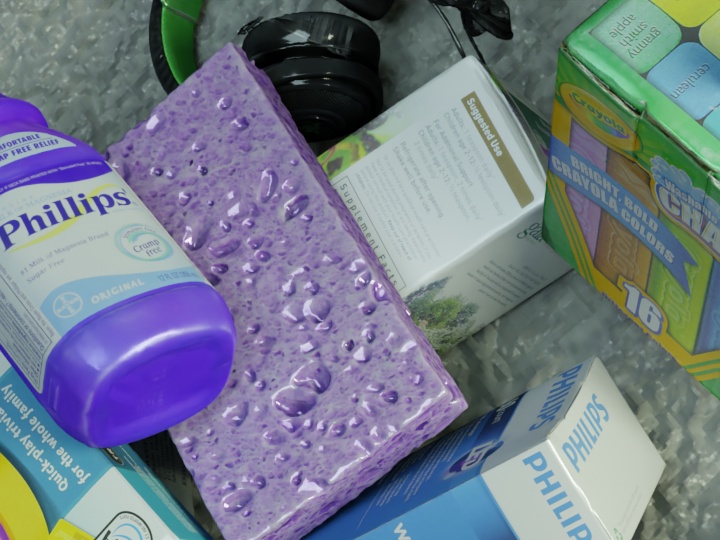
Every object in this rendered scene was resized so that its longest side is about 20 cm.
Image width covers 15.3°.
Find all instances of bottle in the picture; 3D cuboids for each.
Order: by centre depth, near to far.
[{"bbox_3d":[-0.133,-0.015,1.110,0.083,0.065,0.200,-20,52,-29],"label":"bottle"}]

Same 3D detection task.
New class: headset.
[{"bbox_3d":[-0.020,-0.120,1.194,0.200,0.094,0.124,10,79,37],"label":"headset"}]

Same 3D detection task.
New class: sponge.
[{"bbox_3d":[-0.048,0.011,1.119,0.112,0.030,0.200,-38,60,11],"label":"sponge"}]

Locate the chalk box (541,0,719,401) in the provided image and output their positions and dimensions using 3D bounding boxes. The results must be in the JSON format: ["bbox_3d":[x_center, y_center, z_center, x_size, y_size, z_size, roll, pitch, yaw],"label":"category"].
[{"bbox_3d":[0.154,-0.058,1.016,0.124,0.200,0.124,-39,68,-19],"label":"chalk box"}]

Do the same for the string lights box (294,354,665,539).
[{"bbox_3d":[0.019,0.116,1.100,0.200,0.103,0.059,-29,97,23],"label":"string lights box"}]

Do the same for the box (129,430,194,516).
[{"bbox_3d":[-0.182,0.130,1.202,0.200,0.105,0.184,-13,73,21],"label":"box"}]

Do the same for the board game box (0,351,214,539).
[{"bbox_3d":[-0.177,0.135,1.114,0.200,0.047,0.151,-48,65,7],"label":"board game box"}]

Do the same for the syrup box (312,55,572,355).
[{"bbox_3d":[0.000,0.000,1.167,0.200,0.079,0.082,-35,66,13],"label":"syrup box"}]
